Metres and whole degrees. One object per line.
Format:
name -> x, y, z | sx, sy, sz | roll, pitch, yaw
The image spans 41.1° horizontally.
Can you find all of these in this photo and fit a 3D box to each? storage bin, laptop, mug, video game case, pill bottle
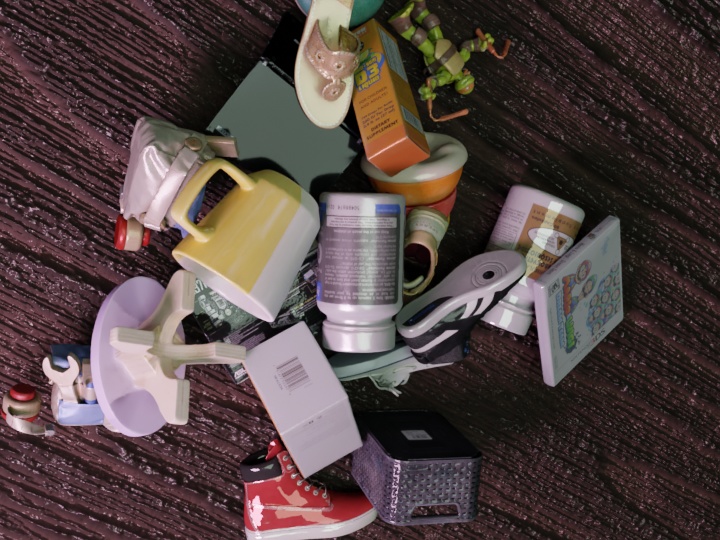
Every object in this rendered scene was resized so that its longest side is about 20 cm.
storage bin -> 0.075, 0.271, 1.355 | 0.135, 0.200, 0.094 | 1, 100, -16
laptop -> -0.083, -0.211, 1.275 | 0.177, 0.200, 0.103 | 38, 130, -20
mug -> -0.128, -0.045, 1.170 | 0.149, 0.187, 0.153 | 32, 77, 11
video game case -> 0.324, 0.046, 1.411 | 0.182, 0.024, 0.200 | -38, 133, -27
pill bottle -> 0.236, -0.014, 1.394 | 0.114, 0.114, 0.200 | 21, 94, -19
pill bottle -> 0.000, 0.000, 1.240 | 0.114, 0.114, 0.200 | 0, 95, -16

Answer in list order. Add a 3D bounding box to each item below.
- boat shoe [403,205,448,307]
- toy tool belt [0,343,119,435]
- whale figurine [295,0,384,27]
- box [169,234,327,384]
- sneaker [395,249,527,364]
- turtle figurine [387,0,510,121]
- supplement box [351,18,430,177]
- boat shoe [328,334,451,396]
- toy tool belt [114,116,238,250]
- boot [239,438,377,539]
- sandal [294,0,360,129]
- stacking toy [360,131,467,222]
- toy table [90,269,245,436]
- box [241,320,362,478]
boat shoe -> 0.065, -0.004, 1.316 | 0.074, 0.200, 0.066 | 19, 52, 4
toy tool belt -> -0.354, 0.133, 1.240 | 0.200, 0.125, 0.123 | 3, 113, -25
whale figurine -> -0.024, -0.418, 1.245 | 0.159, 0.104, 0.200 | -3, 103, -15
box -> -0.131, 0.029, 1.310 | 0.200, 0.086, 0.164 | -32, 107, -9
sneaker -> 0.151, 0.058, 1.344 | 0.200, 0.073, 0.112 | -30, 130, -1
turtle figurine -> 0.116, -0.306, 1.331 | 0.200, 0.064, 0.161 | -46, 107, -27
supplement box -> 0.028, -0.226, 1.253 | 0.066, 0.200, 0.069 | -27, 148, 24
boat shoe -> 0.048, 0.144, 1.397 | 0.202, 0.075, 0.086 | -16, 107, -23
toy tool belt -> -0.231, -0.095, 1.207 | 0.123, 0.125, 0.200 | 6, 134, -21
boot -> -0.072, 0.309, 1.392 | 0.200, 0.072, 0.145 | -6, 101, -11
sandal -> -0.034, -0.279, 1.180 | 0.077, 0.070, 0.212 | 3, 101, -16
stacking toy -> 0.082, -0.081, 1.344 | 0.146, 0.146, 0.200 | -15, 119, -13
toy table -> -0.247, 0.097, 1.179 | 0.184, 0.117, 0.200 | -1, 78, -45
box -> -0.075, 0.176, 1.281 | 0.097, 0.200, 0.124 | -29, 63, -9
